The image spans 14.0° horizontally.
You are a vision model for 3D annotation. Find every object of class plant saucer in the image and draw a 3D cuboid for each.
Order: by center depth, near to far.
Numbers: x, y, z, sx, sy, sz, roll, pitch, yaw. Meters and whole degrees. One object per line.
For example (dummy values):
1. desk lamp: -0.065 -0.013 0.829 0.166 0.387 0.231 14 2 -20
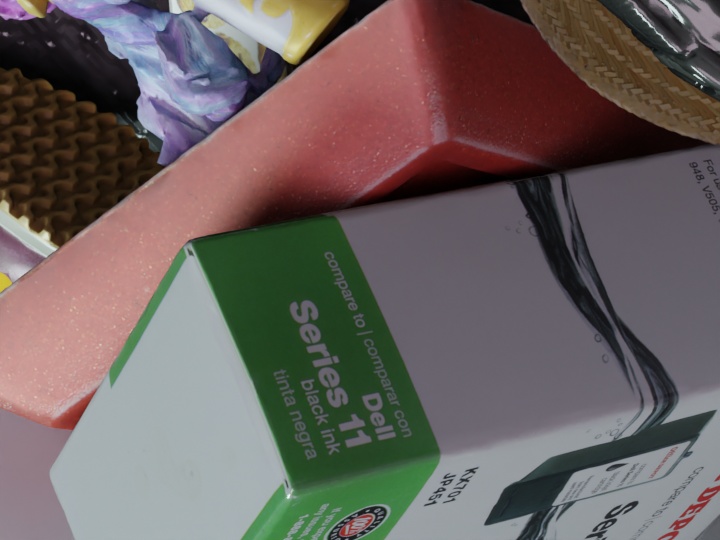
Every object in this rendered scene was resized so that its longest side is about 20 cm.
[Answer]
1. plant saucer: 0.000 0.000 0.901 0.200 0.199 0.037 -36 66 23

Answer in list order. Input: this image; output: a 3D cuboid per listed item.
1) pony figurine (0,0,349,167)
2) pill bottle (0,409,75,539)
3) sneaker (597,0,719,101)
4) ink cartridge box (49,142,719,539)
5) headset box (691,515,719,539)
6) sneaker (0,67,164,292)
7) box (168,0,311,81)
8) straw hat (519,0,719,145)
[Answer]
1. pony figurine: -0.089 -0.124 0.842 0.200 0.167 0.193 39 96 3
2. pill bottle: -0.127 0.128 0.985 0.113 0.114 0.200 20 143 0
3. sneaker: 0.093 -0.099 0.783 0.200 0.076 0.091 31 96 -24
4. ink cartridge box: 0.028 0.043 0.865 0.200 0.083 0.147 -12 154 -29
5. headset box: 0.166 0.120 0.989 0.148 0.075 0.200 33 117 -7
6. sneaker: -0.141 -0.020 0.969 0.200 0.075 0.090 30 127 13
7. box: -0.040 -0.102 0.933 0.041 0.039 0.200 2 117 9
8. straw hat: 0.125 -0.133 0.857 0.201 0.085 0.201 -3 114 -7
